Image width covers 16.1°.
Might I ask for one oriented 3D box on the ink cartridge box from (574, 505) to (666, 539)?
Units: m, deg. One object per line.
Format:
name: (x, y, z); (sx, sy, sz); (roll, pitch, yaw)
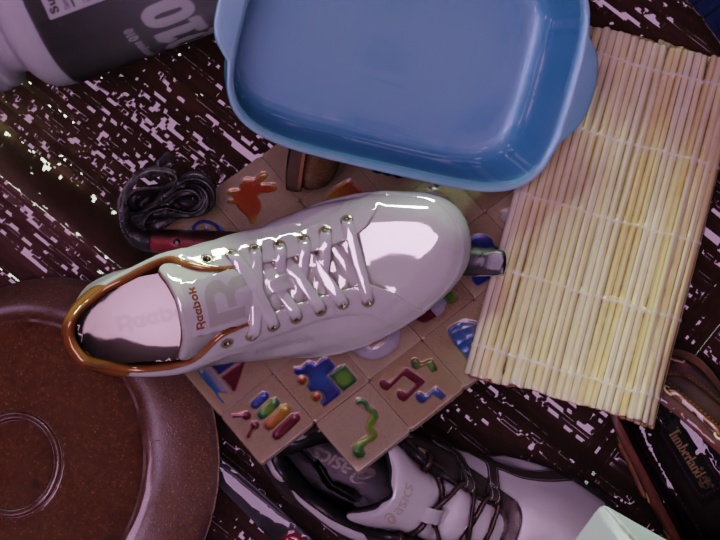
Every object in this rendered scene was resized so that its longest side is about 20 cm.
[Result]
ink cartridge box: (0.162, 0.230, 1.145); (0.200, 0.145, 0.145); (31, 101, -25)

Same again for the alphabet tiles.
alphabet tiles: (0.000, 0.000, 1.257); (0.200, 0.006, 0.166); (-38, 67, -10)

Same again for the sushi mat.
sushi mat: (0.121, -0.027, 1.243); (0.096, 0.012, 0.200); (13, 71, 9)

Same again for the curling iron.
curling iron: (-0.027, -0.018, 1.242); (0.200, 0.026, 0.050); (12, 120, 13)

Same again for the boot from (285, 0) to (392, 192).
boot: (0.020, -0.125, 1.260); (0.075, 0.074, 0.200); (23, 86, -3)

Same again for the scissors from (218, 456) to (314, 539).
scissors: (-0.020, 0.143, 1.293); (0.073, 0.014, 0.200); (-29, 97, 15)

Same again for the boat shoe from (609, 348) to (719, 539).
boat shoe: (0.184, 0.132, 1.247); (0.070, 0.070, 0.200); (-37, 87, 19)

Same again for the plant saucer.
plant saucer: (-0.169, 0.100, 1.289); (0.200, 0.034, 0.200); (-4, 78, 20)

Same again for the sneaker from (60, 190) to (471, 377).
sneaker: (-0.045, 0.015, 1.195); (0.200, 0.085, 0.073); (-17, 93, 8)

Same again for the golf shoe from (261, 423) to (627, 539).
golf shoe: (0.040, 0.122, 1.258); (0.200, 0.094, 0.078); (18, 94, 6)

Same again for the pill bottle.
pill bottle: (-0.124, -0.159, 1.261); (0.200, 0.114, 0.114); (-19, 89, 9)

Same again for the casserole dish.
casserole dish: (0.018, -0.108, 1.212); (0.200, 0.039, 0.121); (12, 97, -25)

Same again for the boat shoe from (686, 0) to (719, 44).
boat shoe: (0.217, -0.121, 1.232); (0.072, 0.072, 0.200); (-37, 95, -13)
